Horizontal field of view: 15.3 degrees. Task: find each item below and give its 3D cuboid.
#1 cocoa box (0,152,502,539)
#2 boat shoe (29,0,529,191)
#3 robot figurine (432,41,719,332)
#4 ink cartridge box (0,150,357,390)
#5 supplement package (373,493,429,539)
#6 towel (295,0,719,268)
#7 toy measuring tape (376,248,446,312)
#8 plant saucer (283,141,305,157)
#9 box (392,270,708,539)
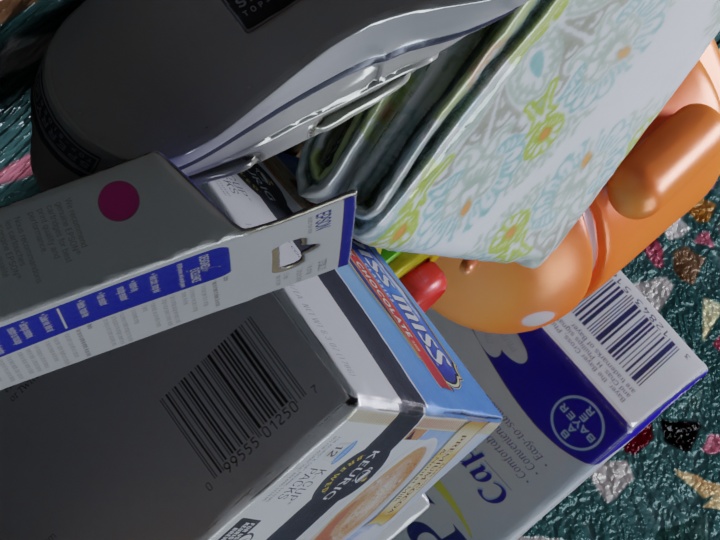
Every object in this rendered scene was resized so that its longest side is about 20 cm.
[{"bbox_3d":[-0.078,0.063,0.937,0.200,0.134,0.131,-43,158,15],"label":"cocoa box"},{"bbox_3d":[-0.011,-0.076,0.787,0.200,0.072,0.066,-36,174,-25],"label":"boat shoe"},{"bbox_3d":[0.085,-0.049,1.213,0.200,0.144,0.117,-39,152,-33],"label":"robot figurine"},{"bbox_3d":[-0.099,0.010,0.735,0.199,0.037,0.095,-18,170,-5],"label":"ink cartridge box"},{"bbox_3d":[-0.094,0.104,1.110,0.200,0.117,0.117,-39,-159,-9],"label":"supplement package"},{"bbox_3d":[0.070,-0.081,0.984,0.171,0.048,0.200,-52,159,14],"label":"towel"},{"bbox_3d":[0.000,0.000,1.098,0.074,0.074,0.200,-40,173,-8],"label":"toy measuring tape"},{"bbox_3d":[0.026,-0.092,1.050,0.200,0.029,0.200,-41,172,-7],"label":"plant saucer"},{"bbox_3d":[0.043,0.056,1.417,0.200,0.184,0.105,-46,172,35],"label":"box"}]
